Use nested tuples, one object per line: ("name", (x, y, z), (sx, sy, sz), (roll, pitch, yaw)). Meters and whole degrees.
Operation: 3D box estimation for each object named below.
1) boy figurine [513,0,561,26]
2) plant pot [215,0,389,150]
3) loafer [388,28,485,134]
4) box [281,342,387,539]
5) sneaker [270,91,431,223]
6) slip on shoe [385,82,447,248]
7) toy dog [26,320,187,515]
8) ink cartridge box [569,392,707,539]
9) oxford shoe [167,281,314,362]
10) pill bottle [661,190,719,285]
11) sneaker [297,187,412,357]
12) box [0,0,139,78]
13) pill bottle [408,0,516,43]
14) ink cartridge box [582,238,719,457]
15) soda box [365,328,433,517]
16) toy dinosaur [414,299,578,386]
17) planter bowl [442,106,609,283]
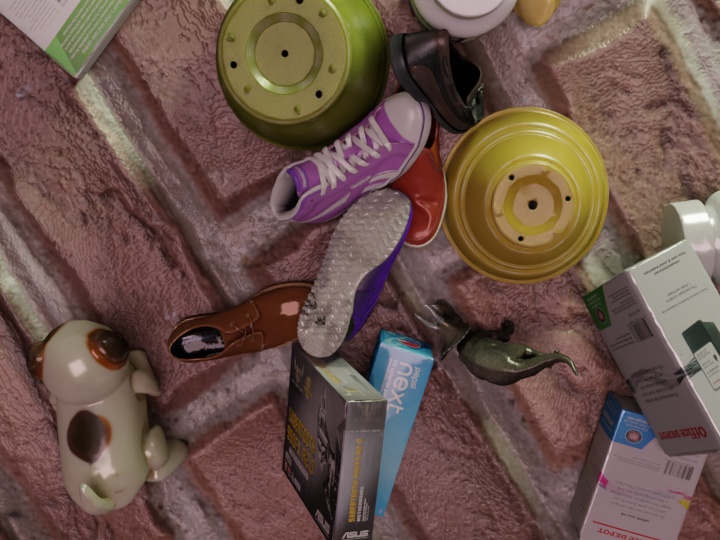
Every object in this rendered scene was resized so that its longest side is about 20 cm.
("boy figurine", (0.202, -0.363, 0.978), (0.122, 0.064, 0.204), (-4, 105, -21))
("plant pot", (-0.068, -0.218, 0.950), (0.196, 0.193, 0.204), (0, 102, 2))
("loafer", (0.097, -0.192, 0.949), (0.062, 0.199, 0.073), (-14, 76, 26))
("box", (-0.034, 0.185, 1.023), (0.047, 0.200, 0.162), (1, 103, -21))
("sneaker", (-0.016, -0.112, 0.975), (0.200, 0.114, 0.073), (-43, 73, 29))
("slip on shoe", (0.060, -0.125, 1.024), (0.073, 0.061, 0.204), (5, 100, 15))
("toy dog", (-0.302, 0.153, 1.037), (0.137, 0.194, 0.204), (-5, 108, 15))
("ink cartridge box", (0.322, 0.261, 1.092), (0.113, 0.068, 0.203), (16, 100, -2))
("oxford shoe", (-0.129, 0.068, 1.071), (0.197, 0.071, 0.072), (-19, 98, 4))
("pill bottle", (0.440, -0.038, 1.010), (0.196, 0.110, 0.112), (-6, 101, 3))
("sneaker", (-0.001, 0.000, 1.039), (0.069, 0.099, 0.202), (33, 100, 16))
("box", (-0.345, -0.333, 1.019), (0.199, 0.036, 0.145), (41, 100, -4))
("pill bottle", (0.102, -0.289, 0.927), (0.109, 0.200, 0.114), (0, 101, 1))
("ink cartridge box", (0.337, 0.087, 0.987), (0.082, 0.147, 0.203), (-25, 81, -10))
("soda box", (0.025, 0.179, 1.089), (0.067, 0.064, 0.203), (17, 100, -2))
("toy dinosaur", (0.155, 0.100, 1.036), (0.101, 0.199, 0.078), (-8, 117, -34))
("planter bowl", (0.185, -0.077, 1.025), (0.196, 0.084, 0.205), (1, 101, 3))
